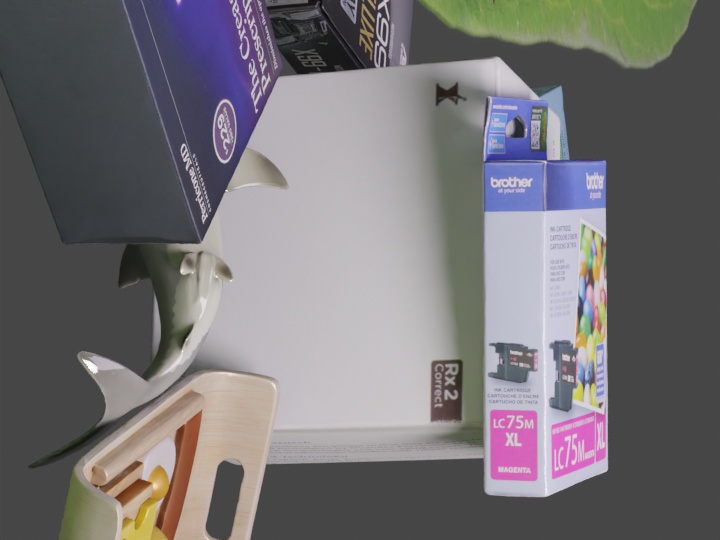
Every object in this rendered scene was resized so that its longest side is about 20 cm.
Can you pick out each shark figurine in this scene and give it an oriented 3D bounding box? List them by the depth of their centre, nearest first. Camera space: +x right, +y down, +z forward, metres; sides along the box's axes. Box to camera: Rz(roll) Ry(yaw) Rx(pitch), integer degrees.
[{"bbox_3d":[-0.108,0.004,1.278,0.128,0.089,0.215,17,57,-33],"label":"shark figurine"}]

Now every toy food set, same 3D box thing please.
[{"bbox_3d":[-0.096,0.144,1.230,0.200,0.060,0.144,-38,144,-67],"label":"toy food set"}]

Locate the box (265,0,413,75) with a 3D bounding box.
[{"bbox_3d":[-0.012,-0.214,1.602,0.158,0.050,0.201,49,41,-59],"label":"box"}]

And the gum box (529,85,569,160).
[{"bbox_3d":[0.119,-0.043,1.932,0.200,0.044,0.171,-33,118,-68],"label":"gum box"}]

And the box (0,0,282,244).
[{"bbox_3d":[-0.109,-0.132,1.155,0.141,0.078,0.201,-66,150,-44],"label":"box"}]

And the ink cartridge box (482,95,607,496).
[{"bbox_3d":[0.096,0.011,1.301,0.119,0.042,0.201,-5,93,-70],"label":"ink cartridge box"}]

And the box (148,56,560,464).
[{"bbox_3d":[0.000,0.000,1.384,0.131,0.199,0.200,32,58,-67],"label":"box"}]
